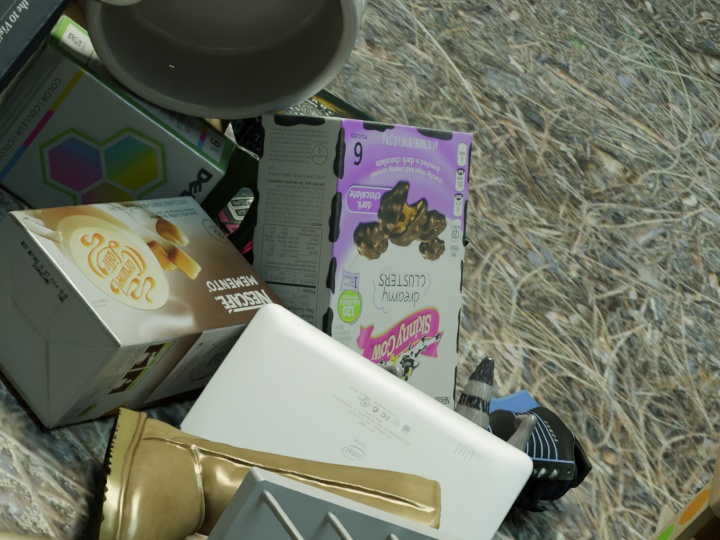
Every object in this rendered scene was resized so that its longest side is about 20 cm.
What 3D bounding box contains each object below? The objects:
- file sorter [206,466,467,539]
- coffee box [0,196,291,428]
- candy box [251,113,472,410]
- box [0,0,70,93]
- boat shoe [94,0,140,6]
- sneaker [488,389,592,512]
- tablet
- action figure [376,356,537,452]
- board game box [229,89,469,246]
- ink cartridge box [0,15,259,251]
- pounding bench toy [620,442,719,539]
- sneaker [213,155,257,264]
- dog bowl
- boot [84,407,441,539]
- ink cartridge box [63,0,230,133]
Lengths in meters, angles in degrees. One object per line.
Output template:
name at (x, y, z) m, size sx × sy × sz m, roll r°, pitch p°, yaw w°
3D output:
file sorter at (0.005, 0.220, 1.335) m, size 0.199 × 0.139 × 0.125 m, roll 22°, pitch 16°, yaw -37°
coffee box at (-0.148, 0.023, 1.543) m, size 0.114 × 0.080 × 0.200 m, roll 50°, pitch 25°, yaw 17°
candy box at (0.000, 0.000, 1.673) m, size 0.071 × 0.201 × 0.167 m, roll 5°, pitch 2°, yaw 33°
box at (-0.299, -0.149, 1.428) m, size 0.196 × 0.200 × 0.124 m, roll 38°, pitch -19°, yaw -6°
boat shoe at (-0.192, -0.209, 1.530) m, size 0.070 × 0.064 × 0.200 m, roll -21°, pitch 47°, yaw -33°
sneaker at (0.109, 0.137, 1.757) m, size 0.078 × 0.070 × 0.200 m, roll 40°, pitch 21°, yaw 13°
tablet at (-0.007, 0.118, 1.517) m, size 0.199 × 0.014 × 0.130 m, roll 30°, pitch 67°, yaw 8°
action figure at (0.024, 0.146, 1.546) m, size 0.199 × 0.105 × 0.194 m, roll 26°, pitch 55°, yaw -22°
board game box at (-0.017, -0.089, 1.809) m, size 0.199 × 0.028 × 0.135 m, roll 29°, pitch 22°, yaw -28°
ink cartridge box at (-0.154, -0.067, 1.659) m, size 0.200 × 0.104 × 0.059 m, roll 36°, pitch 24°, yaw -14°
pounding bench toy at (0.296, 0.238, 1.763) m, size 0.200 × 0.156 × 0.124 m, roll 40°, pitch 23°, yaw -4°
sneaker at (-0.033, -0.006, 1.796) m, size 0.199 × 0.080 × 0.075 m, roll 27°, pitch 56°, yaw -30°
dog bowl at (-0.088, -0.178, 1.589) m, size 0.200 × 0.200 × 0.059 m, roll 28°, pitch 42°, yaw -28°
boot at (-0.053, 0.145, 1.409) m, size 0.199 × 0.066 × 0.175 m, roll 15°, pitch 27°, yaw -5°
ink cartridge box at (-0.174, -0.134, 1.781) m, size 0.164 × 0.075 × 0.200 m, roll 37°, pitch 24°, yaw -8°
